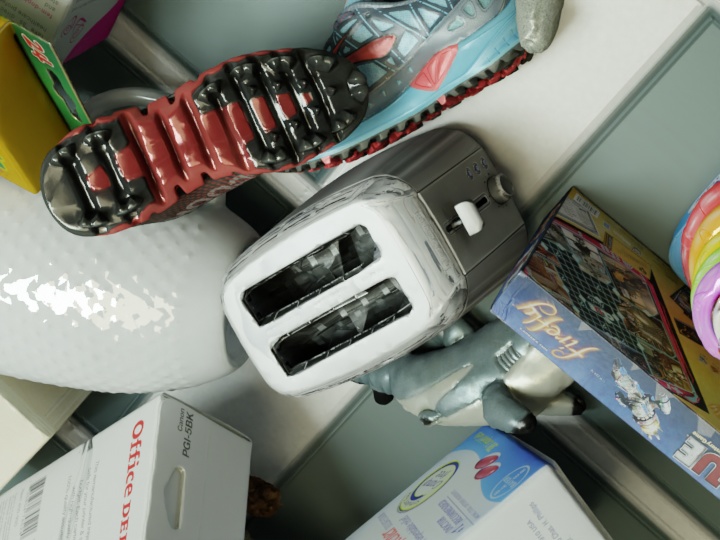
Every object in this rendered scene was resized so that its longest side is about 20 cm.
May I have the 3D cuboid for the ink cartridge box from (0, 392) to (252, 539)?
[{"bbox_3d":[-0.167,0.192,1.096,0.083,0.148,0.199,31,134,-32],"label":"ink cartridge box"}]

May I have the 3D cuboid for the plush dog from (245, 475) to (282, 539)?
[{"bbox_3d":[-0.116,0.232,1.175,0.200,0.160,0.173,-39,57,31],"label":"plush dog"}]

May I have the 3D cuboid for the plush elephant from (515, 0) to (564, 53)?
[{"bbox_3d":[0.099,-0.191,0.858,0.163,0.156,0.200,9,155,13],"label":"plush elephant"}]

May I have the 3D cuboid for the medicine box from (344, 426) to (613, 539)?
[{"bbox_3d":[0.053,0.205,1.032,0.200,0.182,0.103,-38,96,-4],"label":"medicine box"}]

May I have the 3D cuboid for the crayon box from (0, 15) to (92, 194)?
[{"bbox_3d":[-0.254,-0.123,1.017,0.199,0.051,0.127,27,159,25],"label":"crayon box"}]

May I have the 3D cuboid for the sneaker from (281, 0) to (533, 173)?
[{"bbox_3d":[0.013,-0.130,1.015,0.199,0.079,0.096,-28,86,22],"label":"sneaker"}]

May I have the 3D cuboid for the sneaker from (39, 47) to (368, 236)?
[{"bbox_3d":[-0.089,-0.078,0.987,0.199,0.098,0.071,-21,92,3],"label":"sneaker"}]

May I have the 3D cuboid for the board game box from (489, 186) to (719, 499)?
[{"bbox_3d":[0.178,0.048,0.985,0.200,0.136,0.035,40,120,1],"label":"board game box"}]

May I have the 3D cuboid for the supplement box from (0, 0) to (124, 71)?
[{"bbox_3d":[-0.177,-0.234,1.012,0.103,0.101,0.201,33,120,4],"label":"supplement box"}]

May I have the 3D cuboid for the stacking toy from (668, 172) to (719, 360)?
[{"bbox_3d":[0.222,0.018,0.917,0.110,0.200,0.116,38,121,0],"label":"stacking toy"}]

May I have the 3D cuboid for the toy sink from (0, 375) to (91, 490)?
[{"bbox_3d":[-0.303,0.061,1.185,0.200,0.112,0.130,43,120,-5],"label":"toy sink"}]

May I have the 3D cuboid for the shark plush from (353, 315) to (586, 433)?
[{"bbox_3d":[0.067,0.057,1.094,0.199,0.090,0.084,-3,93,43],"label":"shark plush"}]

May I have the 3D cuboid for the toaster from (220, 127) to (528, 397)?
[{"bbox_3d":[0.000,0.000,1.027,0.199,0.129,0.114,-28,94,27],"label":"toaster"}]

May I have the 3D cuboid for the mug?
[{"bbox_3d":[-0.152,-0.019,1.083,0.174,0.148,0.202,9,94,14],"label":"mug"}]
